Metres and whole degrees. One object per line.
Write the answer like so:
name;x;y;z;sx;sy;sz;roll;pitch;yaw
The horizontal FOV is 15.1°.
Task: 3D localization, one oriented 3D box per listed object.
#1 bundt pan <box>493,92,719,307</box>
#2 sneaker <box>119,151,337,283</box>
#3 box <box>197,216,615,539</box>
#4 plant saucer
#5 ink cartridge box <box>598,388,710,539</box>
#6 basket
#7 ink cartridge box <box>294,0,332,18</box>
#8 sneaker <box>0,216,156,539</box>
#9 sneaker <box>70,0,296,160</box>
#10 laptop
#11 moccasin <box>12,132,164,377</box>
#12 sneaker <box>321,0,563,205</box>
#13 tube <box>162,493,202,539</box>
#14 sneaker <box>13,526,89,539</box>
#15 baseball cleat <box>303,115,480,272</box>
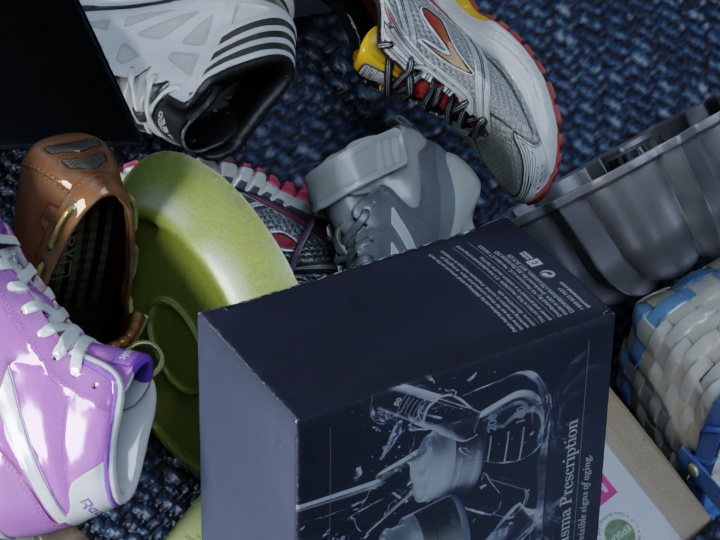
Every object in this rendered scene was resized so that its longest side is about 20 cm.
bundt pan;0.175;-0.039;1.572;0.201;0.202;0.076;-31;93;-25
sneaker;-0.063;-0.016;1.548;0.199;0.081;0.075;10;69;-13
box;0.021;0.102;1.364;0.181;0.201;0.104;-17;38;-24
plant saucer;-0.087;0.036;1.452;0.031;0.200;0.201;-23;77;-31
ink cartridge box;0.071;0.140;1.531;0.200;0.075;0.165;-36;81;-26
basket;0.259;0.079;1.565;0.176;0.139;0.200;-26;54;-23
ink cartridge box;-0.069;-0.252;1.635;0.144;0.084;0.201;-13;74;-21
sneaker;-0.159;0.029;1.373;0.114;0.073;0.202;-15;86;22
sneaker;-0.130;-0.104;1.514;0.200;0.076;0.116;-17;34;4
laptop;-0.254;-0.094;1.492;0.200;0.116;0.188;-39;52;15
moccasin;-0.148;0.026;1.448;0.073;0.202;0.078;-7;38;-31
sneaker;0.038;-0.115;1.540;0.082;0.078;0.200;-33;79;-29
tube;-0.118;0.205;1.419;0.058;0.052;0.200;24;64;31
sneaker;-0.234;0.127;1.438;0.200;0.067;0.090;36;73;18
baseball cleat;0.000;0.000;1.500;0.106;0.070;0.200;38;47;-18
